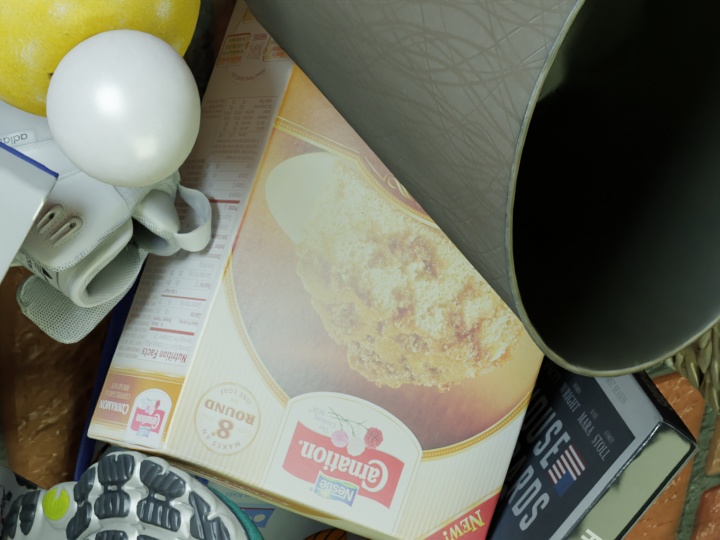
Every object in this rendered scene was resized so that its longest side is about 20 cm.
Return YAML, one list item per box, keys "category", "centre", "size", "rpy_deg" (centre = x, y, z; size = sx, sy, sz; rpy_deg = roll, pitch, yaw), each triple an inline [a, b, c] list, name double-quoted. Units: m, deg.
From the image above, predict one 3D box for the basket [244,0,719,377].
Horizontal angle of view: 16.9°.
- category: "basket"
  centre: [0.052, -0.088, 0.829]
  size: [0.136, 0.200, 0.180]
  rpy_deg: [2, 114, -37]

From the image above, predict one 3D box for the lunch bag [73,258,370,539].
- category: "lunch bag"
  centre: [-0.035, 0.091, 1.110]
  size: [0.170, 0.124, 0.200]
  rpy_deg: [-6, 137, -30]

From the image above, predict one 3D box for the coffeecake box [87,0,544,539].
- category: "coffeecake box"
  centre: [0.000, 0.000, 0.976]
  size: [0.153, 0.073, 0.200]
  rpy_deg: [23, 80, -29]

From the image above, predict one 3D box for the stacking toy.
- category: "stacking toy"
  centre: [-0.097, -0.101, 0.818]
  size: [0.146, 0.200, 0.146]
  rpy_deg: [-17, 138, -16]

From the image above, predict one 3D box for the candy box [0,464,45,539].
- category: "candy box"
  centre: [-0.199, 0.169, 0.997]
  size: [0.071, 0.200, 0.168]
  rpy_deg: [4, 166, 12]

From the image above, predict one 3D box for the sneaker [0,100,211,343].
- category: "sneaker"
  centre: [-0.156, -0.026, 0.915]
  size: [0.200, 0.115, 0.075]
  rpy_deg: [-20, 154, -15]

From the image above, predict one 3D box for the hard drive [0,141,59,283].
- category: "hard drive"
  centre: [-0.225, -0.029, 0.863]
  size: [0.200, 0.025, 0.132]
  rpy_deg: [29, 118, -7]

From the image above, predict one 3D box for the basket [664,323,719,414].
- category: "basket"
  centre: [0.249, -0.005, 1.185]
  size: [0.200, 0.123, 0.136]
  rpy_deg: [-22, 138, -10]

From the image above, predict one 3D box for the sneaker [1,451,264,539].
- category: "sneaker"
  centre: [-0.080, 0.112, 0.957]
  size: [0.080, 0.200, 0.078]
  rpy_deg: [7, 83, -26]

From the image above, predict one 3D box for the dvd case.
- category: "dvd case"
  centre: [0.052, 0.118, 1.003]
  size: [0.025, 0.150, 0.200]
  rpy_deg: [36, 99, -16]
